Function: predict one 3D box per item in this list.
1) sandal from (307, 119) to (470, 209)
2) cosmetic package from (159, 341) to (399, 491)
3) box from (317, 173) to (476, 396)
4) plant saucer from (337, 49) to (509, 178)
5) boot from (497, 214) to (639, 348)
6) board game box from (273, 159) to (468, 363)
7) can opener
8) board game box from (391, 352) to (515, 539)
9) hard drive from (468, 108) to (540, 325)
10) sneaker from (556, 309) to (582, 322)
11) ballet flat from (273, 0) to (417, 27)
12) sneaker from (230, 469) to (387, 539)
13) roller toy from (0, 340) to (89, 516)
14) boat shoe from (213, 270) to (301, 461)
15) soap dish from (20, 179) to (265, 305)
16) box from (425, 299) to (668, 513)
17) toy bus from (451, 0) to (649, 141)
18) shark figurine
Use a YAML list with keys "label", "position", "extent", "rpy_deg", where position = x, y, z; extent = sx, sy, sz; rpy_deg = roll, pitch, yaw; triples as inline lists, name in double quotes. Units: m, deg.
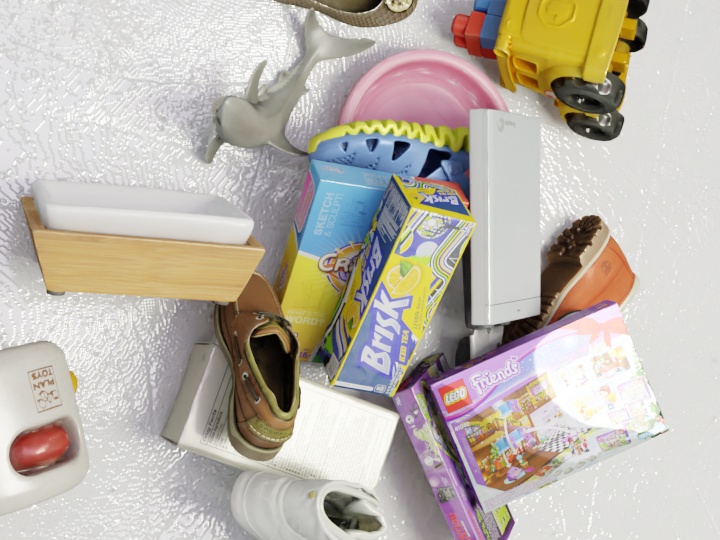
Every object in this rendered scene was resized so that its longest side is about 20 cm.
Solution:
- label: "sandal"
  position: [0.044, -0.100, 1.137]
  extent: [0.199, 0.079, 0.088]
  rpy_deg: [4, 89, -19]
- label: "cosmetic package"
  position: [-0.077, 0.149, 1.119]
  extent: [0.199, 0.087, 0.104]
  rpy_deg: [24, 80, -19]
- label: "box"
  position: [0.030, 0.017, 1.081]
  extent: [0.070, 0.064, 0.201]
  rpy_deg: [12, 119, -23]
- label: "plant saucer"
  position: [0.065, -0.126, 1.211]
  extent: [0.200, 0.051, 0.202]
  rpy_deg: [1, 86, -20]
- label: "boot"
  position: [0.222, 0.049, 1.252]
  extent: [0.200, 0.075, 0.107]
  rpy_deg: [-48, 116, -12]
- label: "board game box"
  position: [0.000, 0.000, 1.125]
  extent: [0.152, 0.040, 0.201]
  rpy_deg: [7, 120, -20]
- label: "can opener"
  position: [0.119, 0.042, 1.189]
  extent: [0.053, 0.066, 0.201]
  rpy_deg: [-7, 99, -48]
- label: "board game box"
  position: [0.096, 0.193, 1.175]
  extent: [0.032, 0.120, 0.201]
  rpy_deg: [-22, 95, 18]
- label: "hard drive"
  position: [0.143, -0.052, 1.141]
  extent: [0.132, 0.027, 0.201]
  rpy_deg: [-5, 95, -60]
- label: "sneaker"
  position: [0.202, 0.143, 1.203]
  extent: [0.074, 0.079, 0.201]
  rpy_deg: [7, 113, -43]
- label: "ballet flat"
  position: [-0.030, -0.292, 1.187]
  extent: [0.199, 0.046, 0.068]
  rpy_deg: [8, 84, -21]
- label: "sneaker"
  position: [-0.018, 0.245, 1.065]
  extent: [0.200, 0.115, 0.074]
  rpy_deg: [45, 52, -45]
- label: "roller toy"
  position: [-0.325, 0.130, 0.973]
  extent: [0.199, 0.182, 0.140]
  rpy_deg: [-13, 90, -21]
- label: "boat shoe"
  position: [-0.082, 0.069, 1.039]
  extent: [0.072, 0.068, 0.201]
  rpy_deg: [11, 45, -28]
- label: "soap dish"
  position: [-0.201, -0.026, 1.053]
  extent: [0.199, 0.157, 0.082]
  rpy_deg: [5, 102, -21]
- label: "box"
  position: [0.181, 0.131, 1.134]
  extent: [0.199, 0.039, 0.137]
  rpy_deg: [-23, 94, -3]
- label: "toy bus"
  position: [0.196, -0.232, 1.225]
  extent: [0.191, 0.200, 0.136]
  rpy_deg: [13, 79, 16]
- label: "shark figurine"
  position: [-0.072, -0.154, 1.141]
  extent: [0.089, 0.128, 0.215]
  rpy_deg: [35, 46, 7]
